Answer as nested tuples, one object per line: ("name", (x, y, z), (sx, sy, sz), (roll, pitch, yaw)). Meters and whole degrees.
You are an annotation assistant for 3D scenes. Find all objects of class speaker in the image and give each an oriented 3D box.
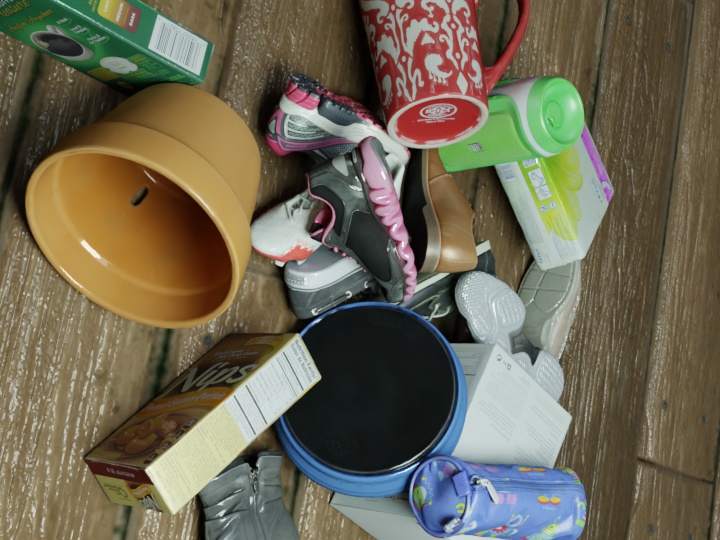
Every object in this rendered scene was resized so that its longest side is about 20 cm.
("speaker", (0.146, -0.159, 1.333), (0.088, 0.199, 0.090), (3, 85, -40))

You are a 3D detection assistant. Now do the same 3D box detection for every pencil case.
("pencil case", (0.139, 0.223, 1.184), (0.198, 0.086, 0.079), (14, 58, -40))

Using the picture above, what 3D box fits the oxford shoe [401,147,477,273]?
("oxford shoe", (0.085, -0.069, 1.292), (0.070, 0.072, 0.202), (7, 46, -14))

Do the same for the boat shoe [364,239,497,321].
("boat shoe", (0.085, 0.025, 1.355), (0.199, 0.071, 0.069), (-24, 102, -42))

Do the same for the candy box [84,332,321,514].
("candy box", (-0.143, 0.135, 1.122), (0.200, 0.115, 0.056), (-42, 114, -34))

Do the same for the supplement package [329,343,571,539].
("supplement package", (0.099, 0.203, 1.304), (0.152, 0.150, 0.202), (42, 62, -31))

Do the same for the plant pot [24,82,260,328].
("plant pot", (-0.173, -0.070, 1.072), (0.201, 0.198, 0.141), (51, 42, -26))

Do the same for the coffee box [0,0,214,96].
("coffee box", (-0.239, -0.214, 1.057), (0.199, 0.122, 0.045), (24, 73, -36))

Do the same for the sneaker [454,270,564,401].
("sneaker", (0.140, 0.080, 1.370), (0.076, 0.113, 0.201), (-52, 121, -24))

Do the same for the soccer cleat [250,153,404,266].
("soccer cleat", (-0.032, -0.067, 1.240), (0.198, 0.086, 0.069), (-20, 57, -40))

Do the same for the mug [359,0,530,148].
("mug", (0.084, -0.248, 1.266), (0.133, 0.175, 0.203), (33, 45, -57))

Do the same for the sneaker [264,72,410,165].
("sneaker", (-0.024, -0.142, 1.278), (0.199, 0.081, 0.075), (18, 112, -49))

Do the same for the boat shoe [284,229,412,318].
("boat shoe", (0.000, 0.000, 1.291), (0.199, 0.069, 0.067), (-26, 124, -43))

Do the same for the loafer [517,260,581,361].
("loafer", (0.225, 0.065, 1.485), (0.063, 0.071, 0.202), (36, 69, -51))

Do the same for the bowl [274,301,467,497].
("bowl", (0.008, 0.123, 1.214), (0.040, 0.198, 0.202), (81, 33, -62))

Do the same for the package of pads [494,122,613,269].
("package of pads", (0.234, -0.108, 1.458), (0.156, 0.067, 0.200), (64, 32, -17))

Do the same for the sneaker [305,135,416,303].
("sneaker", (-0.002, -0.040, 1.199), (0.094, 0.080, 0.201), (-18, 132, 1))

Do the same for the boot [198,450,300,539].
("boot", (-0.140, 0.257, 1.160), (0.199, 0.069, 0.134), (-24, 101, -50))
